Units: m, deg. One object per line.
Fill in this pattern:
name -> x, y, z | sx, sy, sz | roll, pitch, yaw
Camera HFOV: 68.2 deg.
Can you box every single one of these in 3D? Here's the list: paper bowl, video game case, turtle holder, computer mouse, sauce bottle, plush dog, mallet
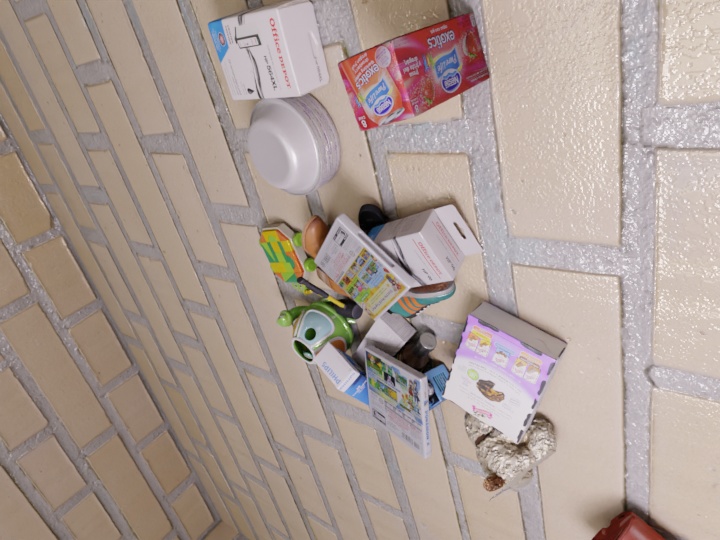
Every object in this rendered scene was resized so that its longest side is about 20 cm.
paper bowl -> -0.144, -0.244, 1.051 | 0.199, 0.104, 0.202 | 27, 136, 30
video game case -> 0.000, 0.000, 1.028 | 0.182, 0.023, 0.200 | 44, 152, 3
turtle holder -> -0.111, 0.145, 1.305 | 0.186, 0.132, 0.141 | 48, 143, 4
computer mouse -> 0.039, -0.050, 1.084 | 0.058, 0.034, 0.202 | -1, 127, 20
video game case -> 0.077, 0.273, 1.133 | 0.199, 0.022, 0.184 | 21, 121, 54
sauce bottle -> 0.111, 0.201, 1.182 | 0.065, 0.065, 0.201 | 43, 140, 11
plush dog -> 0.273, 0.347, 1.088 | 0.172, 0.159, 0.201 | 58, 149, 38
mallet -> -0.064, 0.061, 1.188 | 0.065, 0.042, 0.200 | 14, 166, 35

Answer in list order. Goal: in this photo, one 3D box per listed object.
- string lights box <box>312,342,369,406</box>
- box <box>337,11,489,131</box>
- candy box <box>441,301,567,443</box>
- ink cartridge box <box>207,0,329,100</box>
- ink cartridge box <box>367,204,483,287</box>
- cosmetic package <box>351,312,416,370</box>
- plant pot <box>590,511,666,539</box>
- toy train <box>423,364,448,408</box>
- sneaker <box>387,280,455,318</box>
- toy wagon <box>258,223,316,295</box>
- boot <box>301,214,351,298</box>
string lights box -> -0.020, 0.252, 1.260 | 0.103, 0.059, 0.200 | 42, 178, 36
box -> 0.078, -0.271, 0.722 | 0.099, 0.200, 0.096 | 0, 118, 45
candy box -> 0.258, 0.186, 0.979 | 0.167, 0.071, 0.202 | 29, 124, 26
ink cartridge box -> -0.167, -0.396, 0.966 | 0.199, 0.084, 0.147 | 12, 128, 40
ink cartridge box -> 0.107, -0.037, 0.969 | 0.199, 0.068, 0.116 | -14, 123, 47
cosmetic package -> 0.051, 0.170, 1.227 | 0.083, 0.051, 0.201 | 45, 142, 12
plant pot -> 0.523, 0.568, 0.967 | 0.195, 0.200, 0.202 | 45, 143, 21
toy train -> 0.128, 0.287, 1.189 | 0.087, 0.113, 0.200 | 61, 147, 20
sneaker -> 0.114, 0.051, 1.061 | 0.199, 0.072, 0.080 | -6, 130, 46
toy wagon -> -0.174, -0.021, 1.312 | 0.154, 0.039, 0.202 | 0, 119, 46
boot -> -0.044, -0.017, 1.144 | 0.155, 0.077, 0.201 | 29, 143, 35
